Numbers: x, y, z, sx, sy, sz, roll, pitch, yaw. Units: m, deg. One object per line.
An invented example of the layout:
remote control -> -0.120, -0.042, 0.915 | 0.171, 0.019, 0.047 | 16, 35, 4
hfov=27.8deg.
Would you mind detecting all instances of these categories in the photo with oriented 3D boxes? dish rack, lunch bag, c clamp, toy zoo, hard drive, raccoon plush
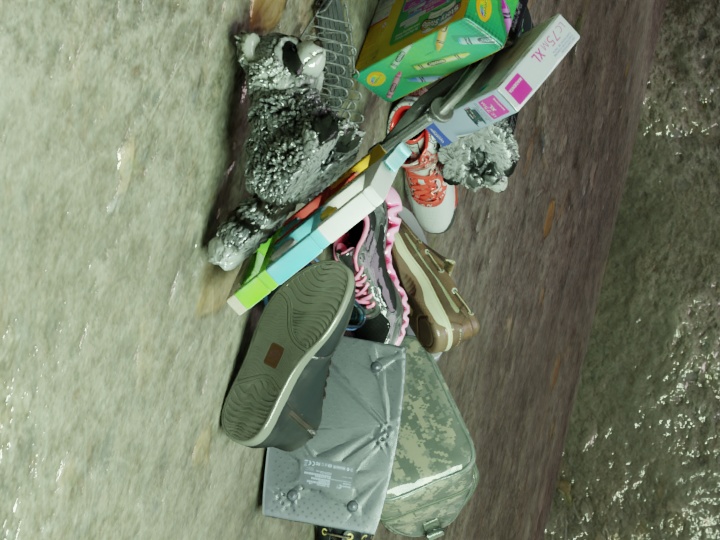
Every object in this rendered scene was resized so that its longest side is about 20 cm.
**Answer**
dish rack -> -0.035, -0.175, 1.444 | 0.200, 0.054, 0.154 | -63, 157, -43
lunch bag -> 0.045, 0.196, 1.673 | 0.168, 0.139, 0.200 | 86, -19, -59
c clamp -> 0.064, -0.160, 1.552 | 0.200, 0.027, 0.171 | -33, -166, 51
toy zoo -> -0.033, -0.048, 1.307 | 0.020, 0.200, 0.131 | 48, 16, -13
hard drive -> -0.027, 0.169, 1.540 | 0.042, 0.134, 0.201 | 79, 21, -87
raccoon plush -> -0.096, -0.117, 1.272 | 0.200, 0.134, 0.097 | -42, 164, -2
raccoon plush -> 0.149, -0.187, 1.764 | 0.134, 0.096, 0.201 | -59, 148, -68

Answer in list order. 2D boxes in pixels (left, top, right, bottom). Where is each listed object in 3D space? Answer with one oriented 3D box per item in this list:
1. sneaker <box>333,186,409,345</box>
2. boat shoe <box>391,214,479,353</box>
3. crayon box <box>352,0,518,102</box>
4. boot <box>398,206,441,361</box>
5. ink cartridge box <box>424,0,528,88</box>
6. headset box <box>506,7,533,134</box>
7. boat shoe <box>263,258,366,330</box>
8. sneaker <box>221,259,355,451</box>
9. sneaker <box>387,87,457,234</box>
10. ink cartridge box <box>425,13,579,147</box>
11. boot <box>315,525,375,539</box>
sneaker -> 0.000, 0.000, 1.609 | 0.095, 0.079, 0.201 | -5, 90, -61
boat shoe -> 0.073, 0.006, 1.676 | 0.203, 0.075, 0.075 | 63, -25, 26
crayon box -> 0.084, -0.268, 1.548 | 0.058, 0.200, 0.119 | 32, 62, -26
boot -> 0.039, 0.028, 1.774 | 0.073, 0.096, 0.201 | -2, 76, -32
ink cartridge box -> 0.120, -0.304, 1.643 | 0.047, 0.200, 0.198 | 32, 60, -24
headset box -> 0.161, -0.281, 1.922 | 0.174, 0.093, 0.201 | 48, 54, -67
boat shoe -> -0.042, 0.021, 1.505 | 0.200, 0.068, 0.084 | 16, 84, -72
sneaker -> -0.056, 0.085, 1.431 | 0.200, 0.075, 0.106 | -58, 152, 2
sneaker -> 0.072, -0.126, 1.783 | 0.108, 0.067, 0.202 | -45, 138, -59
ink cartridge box -> 0.140, -0.196, 1.548 | 0.119, 0.042, 0.200 | -50, -165, -22
boot -> -0.037, 0.348, 1.704 | 0.151, 0.073, 0.200 | -59, 158, -47
